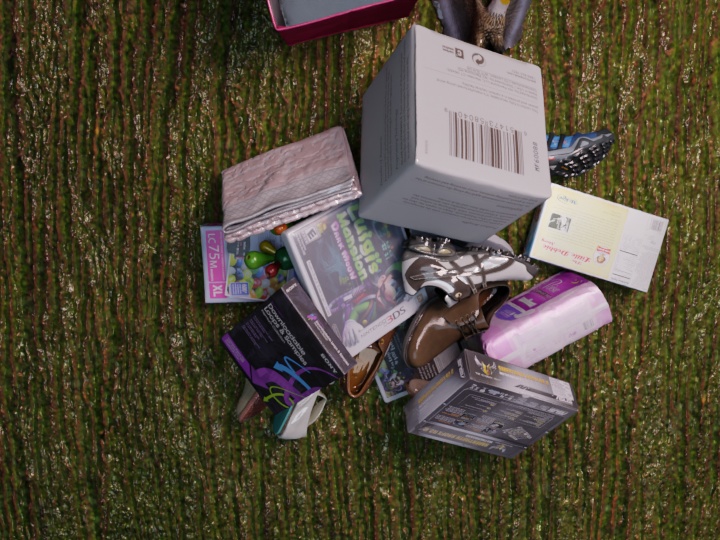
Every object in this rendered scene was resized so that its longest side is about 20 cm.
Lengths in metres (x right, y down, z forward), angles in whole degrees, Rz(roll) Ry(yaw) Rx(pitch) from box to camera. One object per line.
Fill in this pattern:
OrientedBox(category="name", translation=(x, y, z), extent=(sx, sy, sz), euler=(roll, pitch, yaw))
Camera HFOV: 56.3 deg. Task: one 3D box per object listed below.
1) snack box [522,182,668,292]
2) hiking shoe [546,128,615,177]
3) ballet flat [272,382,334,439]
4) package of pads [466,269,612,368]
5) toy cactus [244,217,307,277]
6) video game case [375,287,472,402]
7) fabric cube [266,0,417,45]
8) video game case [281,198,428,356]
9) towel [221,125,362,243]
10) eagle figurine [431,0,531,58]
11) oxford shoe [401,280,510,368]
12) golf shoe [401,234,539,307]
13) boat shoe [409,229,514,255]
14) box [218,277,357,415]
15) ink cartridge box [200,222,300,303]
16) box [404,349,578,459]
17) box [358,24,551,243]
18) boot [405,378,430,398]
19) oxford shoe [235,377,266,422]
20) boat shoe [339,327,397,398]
OrientedBox(category="snack box", translation=(0.362, -0.050, 1.039), extent=(0.197, 0.037, 0.118), euler=(17, 93, -5))
OrientedBox(category="hiking shoe", translation=(0.283, -0.181, 0.995), extent=(0.197, 0.075, 0.087), euler=(-21, 64, -14))
OrientedBox(category="ballet flat", translation=(-0.077, 0.183, 1.077), extent=(0.069, 0.070, 0.202), euler=(23, 105, -6))
OrientedBox(category="package of pads", translation=(0.262, 0.080, 1.017), extent=(0.198, 0.121, 0.076), euler=(-28, 105, -2))
OrientedBox(category="toy cactus", translation=(-0.067, -0.047, 0.979), extent=(0.200, 0.102, 0.166), euler=(-43, 113, -19))
OrientedBox(category="video game case", translation=(0.086, 0.089, 1.076), extent=(0.179, 0.023, 0.203), euler=(-22, 103, 3))
OrientedBox(category="fabric cube", translation=(-0.034, -0.421, 0.873), extent=(0.197, 0.200, 0.199), euler=(-14, 102, 2))
OrientedBox(category="video game case", translation=(0.000, 0.000, 0.950), extent=(0.181, 0.023, 0.203), euler=(-31, 109, -29))
OrientedBox(category="towel", translation=(-0.103, -0.127, 0.944), extent=(0.197, 0.192, 0.033), euler=(-19, 125, 3))
OrientedBox(category="eagle figurine", translation=(0.178, -0.364, 0.944), extent=(0.151, 0.150, 0.203), euler=(16, 67, -44))
OrientedBox(category="oxford shoe", translation=(0.140, 0.072, 0.982), extent=(0.200, 0.084, 0.073), euler=(-43, 123, -14))
OrientedBox(category="golf shoe", translation=(0.152, 0.008, 0.957), extent=(0.196, 0.078, 0.096), euler=(8, 90, -2))
OrientedBox(category="boat shoe", translation=(0.153, -0.060, 1.019), extent=(0.197, 0.069, 0.074), euler=(19, 141, -24))
OrientedBox(category="box", translation=(-0.107, 0.113, 0.946), extent=(0.144, 0.036, 0.200), euler=(52, 134, 0))
OrientedBox(category="ink cartridge box", translation=(-0.143, -0.014, 1.040), extent=(0.196, 0.042, 0.121), euler=(-2, 101, -3))
OrientedBox(category="box", translation=(0.187, 0.199, 0.973), extent=(0.198, 0.049, 0.159), euler=(19, 133, -23))
OrientedBox(category="box", translation=(0.117, -0.168, 0.887), extent=(0.196, 0.171, 0.203), euler=(10, 67, -21))
OrientedBox(category="boot", translation=(0.185, 0.193, 1.059), extent=(0.146, 0.071, 0.199), euler=(-38, 125, 22))
OrientedBox(category="oxford shoe", translation=(-0.152, 0.150, 1.071), extent=(0.073, 0.071, 0.202), euler=(36, 103, 20))
OrientedBox(category="boat shoe", translation=(0.018, 0.102, 1.029), extent=(0.071, 0.068, 0.203), euler=(17, 100, -5))
